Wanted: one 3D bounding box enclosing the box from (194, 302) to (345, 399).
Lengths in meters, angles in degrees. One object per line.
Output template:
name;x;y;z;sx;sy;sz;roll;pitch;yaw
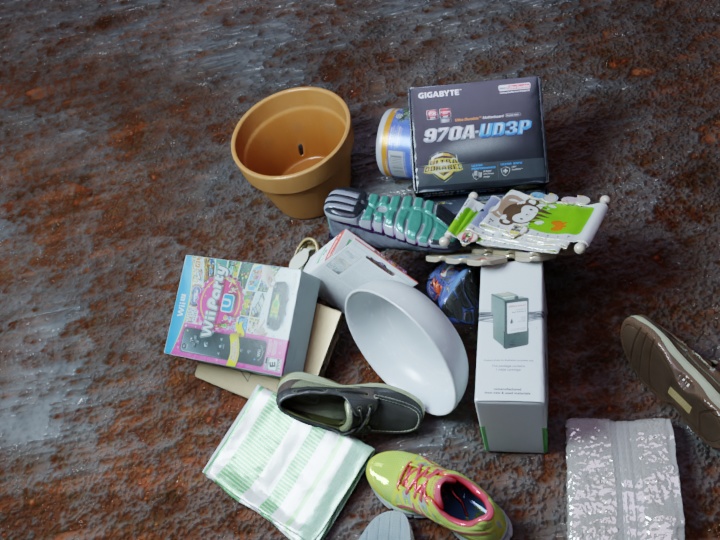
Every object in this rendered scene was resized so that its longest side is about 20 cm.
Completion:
box;-0.134;0.109;1.151;0.198;0.021;0.165;18;85;26

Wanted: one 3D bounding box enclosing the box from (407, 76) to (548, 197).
box;0.173;-0.196;1.183;0.197;0.046;0.161;-3;85;7

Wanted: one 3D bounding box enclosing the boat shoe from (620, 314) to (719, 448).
boat shoe;0.408;0.132;0.995;0.074;0.075;0.203;-11;47;-22

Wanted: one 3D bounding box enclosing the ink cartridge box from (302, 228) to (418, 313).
ink cartridge box;0.000;0.000;1.104;0.108;0.200;0.051;34;61;-12

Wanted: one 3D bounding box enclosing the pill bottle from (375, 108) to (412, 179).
pill bottle;0.134;-0.197;1.275;0.198;0.113;0.113;8;57;21

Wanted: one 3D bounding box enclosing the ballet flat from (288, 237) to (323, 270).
ballet flat;-0.108;0.036;1.207;0.068;0.063;0.202;9;58;22

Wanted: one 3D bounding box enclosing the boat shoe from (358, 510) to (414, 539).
boat shoe;0.024;0.376;0.922;0.073;0.067;0.201;-5;32;18

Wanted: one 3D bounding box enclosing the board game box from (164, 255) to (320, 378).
board game box;-0.168;0.066;1.129;0.198;0.064;0.149;7;81;27

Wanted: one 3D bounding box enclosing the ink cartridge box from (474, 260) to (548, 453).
ink cartridge box;0.196;0.109;1.015;0.083;0.147;0.202;-2;53;14

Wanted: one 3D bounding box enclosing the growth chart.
growth chart;0.215;-0.066;1.032;0.198;0.018;0.145;5;38;22

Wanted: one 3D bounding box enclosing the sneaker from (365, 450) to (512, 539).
sneaker;0.090;0.265;0.967;0.198;0.091;0.079;18;63;28

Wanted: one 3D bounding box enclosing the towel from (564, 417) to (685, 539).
towel;0.307;0.266;0.939;0.131;0.035;0.202;-2;54;14

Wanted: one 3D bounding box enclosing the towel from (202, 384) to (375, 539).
towel;-0.100;0.256;1.056;0.199;0.023;0.153;25;74;29

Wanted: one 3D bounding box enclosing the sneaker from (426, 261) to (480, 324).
sneaker;0.128;0.030;1.100;0.078;0.076;0.200;-14;9;16

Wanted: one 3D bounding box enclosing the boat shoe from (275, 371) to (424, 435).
boat shoe;-0.015;0.184;1.035;0.198;0.073;0.066;12;21;-1

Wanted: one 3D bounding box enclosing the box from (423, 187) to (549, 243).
box;0.176;-0.080;1.164;0.197;0.052;0.158;-3;15;15

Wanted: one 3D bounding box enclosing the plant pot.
plant pot;-0.096;-0.181;1.313;0.197;0.141;0.202;-8;53;11

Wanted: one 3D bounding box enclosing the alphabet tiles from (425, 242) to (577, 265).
alphabet tiles;0.194;-0.030;1.089;0.194;0.015;0.199;-11;11;-36

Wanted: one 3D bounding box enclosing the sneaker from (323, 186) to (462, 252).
sneaker;0.047;-0.054;1.102;0.198;0.088;0.075;17;54;12

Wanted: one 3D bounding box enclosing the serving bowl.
serving bowl;0.070;0.089;1.037;0.066;0.201;0.199;-38;53;-25
